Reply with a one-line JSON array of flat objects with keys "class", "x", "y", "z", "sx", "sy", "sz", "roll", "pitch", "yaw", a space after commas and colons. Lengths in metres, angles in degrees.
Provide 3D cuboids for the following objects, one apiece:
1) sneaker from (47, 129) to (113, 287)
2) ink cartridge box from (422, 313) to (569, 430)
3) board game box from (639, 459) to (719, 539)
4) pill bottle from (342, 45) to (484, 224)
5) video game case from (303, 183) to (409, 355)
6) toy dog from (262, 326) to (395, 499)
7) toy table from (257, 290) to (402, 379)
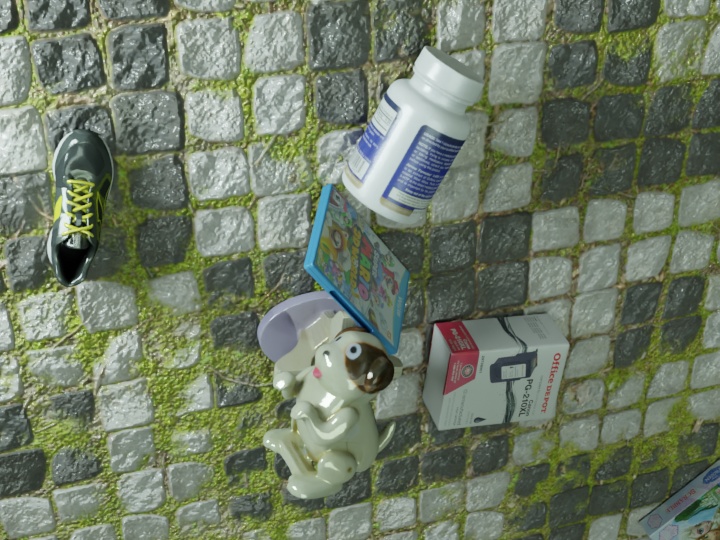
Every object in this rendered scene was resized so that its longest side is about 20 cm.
[{"class": "sneaker", "x": -0.338, "y": -0.070, "z": 1.273, "sx": 0.073, "sy": 0.085, "sz": 0.203, "roll": 1, "pitch": 120, "yaw": -21}, {"class": "ink cartridge box", "x": 0.207, "y": 0.154, "z": 1.605, "sx": 0.196, "sy": 0.085, "sz": 0.147, "roll": -4, "pitch": 122, "yaw": -17}, {"class": "board game box", "x": 0.657, "y": 0.477, "z": 1.990, "sx": 0.199, "sy": 0.041, "sz": 0.200, "roll": -40, "pitch": 125, "yaw": 8}, {"class": "pill bottle", "x": 0.071, "y": -0.174, "z": 1.332, "sx": 0.118, "sy": 0.120, "sz": 0.202, "roll": 19, "pitch": 113, "yaw": -28}, {"class": "video game case", "x": 0.000, "y": 0.000, "z": 1.409, "sx": 0.018, "sy": 0.145, "sz": 0.200, "roll": -18, "pitch": 132, "yaw": 31}, {"class": "toy dog", "x": -0.022, "y": 0.177, "z": 1.366, "sx": 0.190, "sy": 0.140, "sz": 0.203, "roll": 5, "pitch": 117, "yaw": -20}, {"class": "toy table", "x": -0.038, "y": 0.111, "z": 1.473, "sx": 0.196, "sy": 0.118, "sz": 0.187, "roll": -11, "pitch": 123, "yaw": -11}]
